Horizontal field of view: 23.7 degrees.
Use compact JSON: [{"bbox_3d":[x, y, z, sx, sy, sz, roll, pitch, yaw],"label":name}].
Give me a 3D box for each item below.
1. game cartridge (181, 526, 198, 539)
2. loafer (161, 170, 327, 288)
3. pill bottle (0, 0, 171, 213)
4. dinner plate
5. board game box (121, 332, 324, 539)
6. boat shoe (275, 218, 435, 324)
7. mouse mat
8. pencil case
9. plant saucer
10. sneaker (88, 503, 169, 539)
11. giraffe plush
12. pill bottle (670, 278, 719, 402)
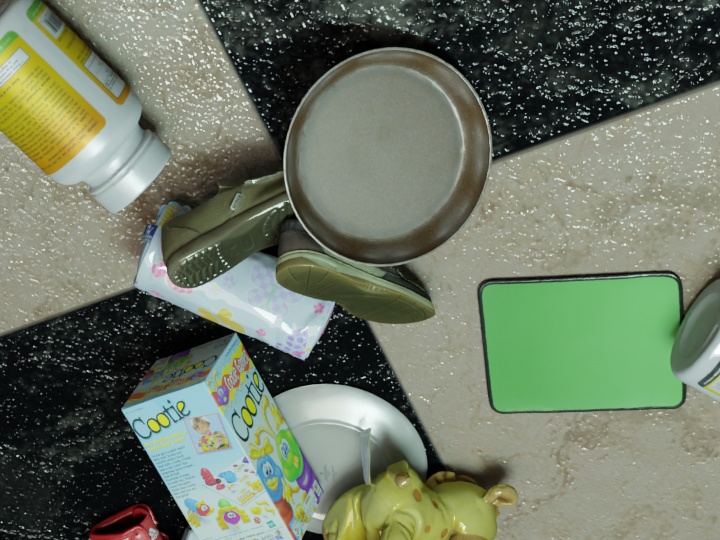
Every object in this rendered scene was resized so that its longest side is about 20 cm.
[{"bbox_3d":[-0.113,0.354,1.853,0.199,0.041,0.134,23,86,-14],"label":"game cartridge"},{"bbox_3d":[-0.101,-0.058,1.596,0.199,0.068,0.076,-27,152,-16],"label":"loafer"},{"bbox_3d":[-0.272,-0.149,1.568,0.111,0.111,0.200,-36,110,25],"label":"pill bottle"},{"bbox_3d":[-0.030,0.206,1.804,0.199,0.024,0.201,4,121,7],"label":"dinner plate"},{"bbox_3d":[-0.136,0.183,1.740,0.105,0.103,0.201,-19,110,24],"label":"board game box"},{"bbox_3d":[-0.001,0.000,1.623,0.072,0.066,0.200,-20,152,39],"label":"boat shoe"},{"bbox_3d":[0.220,0.074,1.698,0.199,0.008,0.162,-3,121,9],"label":"mouse mat"},{"bbox_3d":[-0.121,0.010,1.662,0.199,0.091,0.083,25,156,-6],"label":"pencil case"},{"bbox_3d":[0.023,-0.105,1.560,0.199,0.032,0.201,-5,107,-17],"label":"plant saucer"},{"bbox_3d":[-0.208,0.323,1.869,0.199,0.078,0.116,8,123,2],"label":"sneaker"},{"bbox_3d":[0.068,0.268,1.758,0.162,0.172,0.201,8,89,-28],"label":"giraffe plush"},{"bbox_3d":[0.404,0.097,1.624,0.199,0.111,0.111,29,121,-10],"label":"pill bottle"}]
